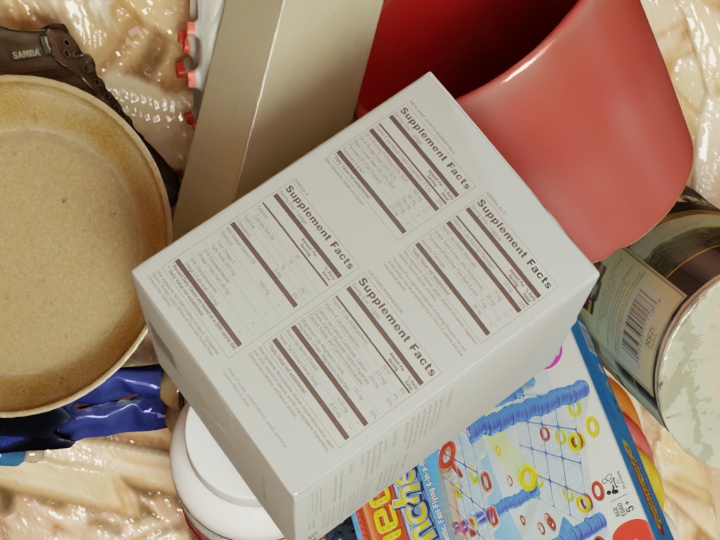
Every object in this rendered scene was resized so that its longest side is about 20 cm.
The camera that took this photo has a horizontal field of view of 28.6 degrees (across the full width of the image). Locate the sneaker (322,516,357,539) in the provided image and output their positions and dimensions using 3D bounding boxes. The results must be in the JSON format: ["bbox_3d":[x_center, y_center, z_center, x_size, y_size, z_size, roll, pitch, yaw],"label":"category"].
[{"bbox_3d":[-0.023,0.206,1.049,0.198,0.085,0.076,-11,111,-10],"label":"sneaker"}]

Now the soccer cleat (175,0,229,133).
[{"bbox_3d":[-0.080,-0.171,0.918,0.077,0.069,0.202,-4,106,-15],"label":"soccer cleat"}]

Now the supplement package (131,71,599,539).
[{"bbox_3d":[0.000,0.028,0.796,0.199,0.152,0.151,-35,74,-14],"label":"supplement package"}]

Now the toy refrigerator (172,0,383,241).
[{"bbox_3d":[-0.056,-0.092,0.889,0.075,0.070,0.202,7,102,-40],"label":"toy refrigerator"}]

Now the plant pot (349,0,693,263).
[{"bbox_3d":[0.117,-0.110,0.928,0.200,0.201,0.177,-41,121,2],"label":"plant pot"}]

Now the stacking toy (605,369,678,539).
[{"bbox_3d":[0.168,0.162,1.018,0.145,0.200,0.148,-4,109,-12],"label":"stacking toy"}]

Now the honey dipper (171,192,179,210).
[{"bbox_3d":[-0.122,-0.051,0.965,0.199,0.038,0.038,-24,112,-7],"label":"honey dipper"}]

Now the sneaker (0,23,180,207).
[{"bbox_3d":[-0.190,-0.116,0.902,0.199,0.070,0.076,33,77,-17],"label":"sneaker"}]

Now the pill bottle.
[{"bbox_3d":[-0.069,0.131,0.941,0.112,0.200,0.114,1,68,-3],"label":"pill bottle"}]

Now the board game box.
[{"bbox_3d":[0.092,0.153,0.957,0.195,0.201,0.056,-29,148,17],"label":"board game box"}]

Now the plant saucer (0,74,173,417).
[{"bbox_3d":[-0.206,-0.014,0.842,0.198,0.035,0.202,0,84,5],"label":"plant saucer"}]

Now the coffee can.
[{"bbox_3d":[0.234,0.032,0.990,0.145,0.200,0.148,-4,110,-12],"label":"coffee can"}]

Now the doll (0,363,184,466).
[{"bbox_3d":[-0.220,0.094,0.959,0.198,0.049,0.137,-8,143,-6],"label":"doll"}]
